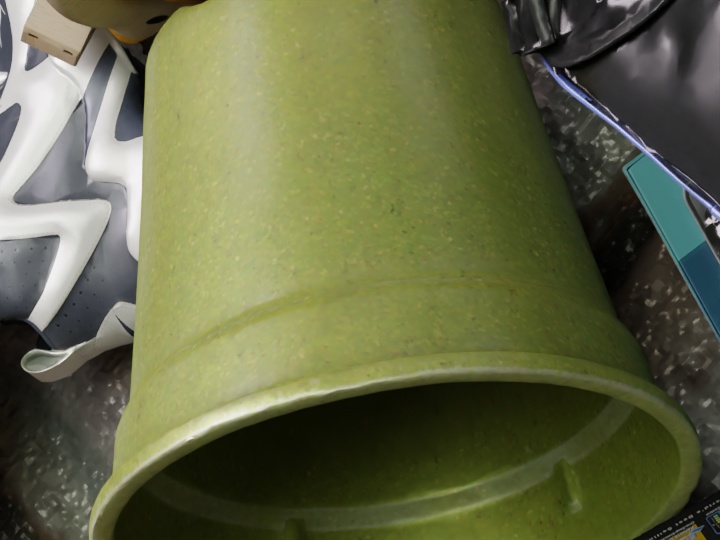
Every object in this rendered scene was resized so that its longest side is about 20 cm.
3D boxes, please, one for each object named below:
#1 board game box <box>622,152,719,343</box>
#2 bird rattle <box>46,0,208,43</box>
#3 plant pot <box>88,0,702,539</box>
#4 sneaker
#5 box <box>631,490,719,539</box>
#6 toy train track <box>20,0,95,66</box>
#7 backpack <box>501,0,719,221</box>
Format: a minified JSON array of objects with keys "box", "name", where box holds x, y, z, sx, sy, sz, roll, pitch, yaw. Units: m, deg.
[{"box":[0.200,-0.031,0.888,0.200,0.047,0.151,-40,59,26],"name":"board game box"},{"box":[-0.036,-0.130,0.932,0.163,0.200,0.113,-30,84,5],"name":"bird rattle"},{"box":[0.000,0.000,0.926,0.200,0.200,0.185,-20,60,20],"name":"plant pot"},{"box":[-0.135,-0.043,1.068,0.129,0.079,0.199,-36,71,3],"name":"sneaker"},{"box":[0.071,0.152,0.842,0.200,0.044,0.160,-29,19,1],"name":"box"},{"box":[-0.080,-0.164,1.058,0.114,0.033,0.200,24,55,-3],"name":"toy train track"},{"box":[0.173,-0.102,0.796,0.183,0.147,0.200,46,118,37],"name":"backpack"}]
